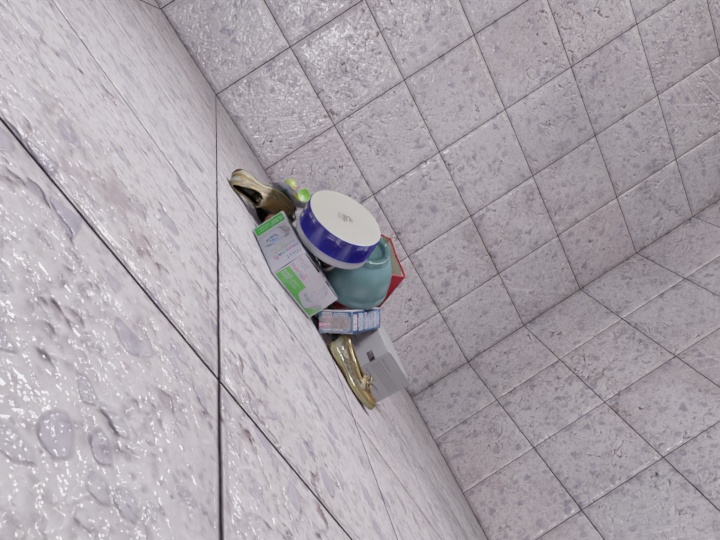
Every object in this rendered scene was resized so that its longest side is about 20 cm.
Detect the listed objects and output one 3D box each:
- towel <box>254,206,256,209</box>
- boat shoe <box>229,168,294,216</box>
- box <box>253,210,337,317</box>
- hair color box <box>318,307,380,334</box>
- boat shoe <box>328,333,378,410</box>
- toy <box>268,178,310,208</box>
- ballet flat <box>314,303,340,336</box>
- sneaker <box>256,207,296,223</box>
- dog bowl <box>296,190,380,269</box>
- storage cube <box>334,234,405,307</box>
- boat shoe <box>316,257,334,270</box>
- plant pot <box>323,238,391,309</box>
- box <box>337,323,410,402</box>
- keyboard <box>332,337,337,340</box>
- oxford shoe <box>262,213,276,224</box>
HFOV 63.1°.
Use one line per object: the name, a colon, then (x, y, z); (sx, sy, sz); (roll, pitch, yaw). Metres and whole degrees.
towel: (-0.271, -0.140, 1.832); (0.201, 0.036, 0.148); (58, -1, 16)
boat shoe: (-0.271, -0.195, 1.608); (0.199, 0.072, 0.077); (27, 36, -25)
box: (-0.159, -0.015, 1.459); (0.177, 0.096, 0.200); (59, 0, 42)
hair color box: (-0.026, 0.133, 1.588); (0.200, 0.099, 0.061); (3, 87, -66)
boat shoe: (-0.009, 0.260, 1.497); (0.201, 0.062, 0.073); (59, 0, 3)
toy: (-0.183, -0.223, 1.654); (0.115, 0.047, 0.200); (43, -6, -24)
ballet flat: (-0.097, 0.117, 1.607); (0.200, 0.067, 0.064); (57, 10, -48)
sneaker: (-0.223, -0.139, 1.707); (0.200, 0.113, 0.077); (57, -40, 42)
dog bowl: (-0.052, -0.101, 1.433); (0.199, 0.079, 0.201); (23, 36, -18)
storage cube: (0.000, 0.000, 1.796); (0.198, 0.180, 0.172); (8, 46, -32)
boat shoe: (-0.102, -0.069, 1.522); (0.057, 0.066, 0.200); (63, -2, -31)
plant pot: (0.001, -0.017, 1.562); (0.201, 0.199, 0.135); (58, -40, 31)
box: (0.032, 0.248, 1.741); (0.201, 0.130, 0.200); (58, 5, -44)
keyboard: (-0.089, 0.179, 1.791); (0.201, 0.011, 0.056); (58, 0, 43)
oxford shoe: (-0.210, -0.050, 1.583); (0.201, 0.071, 0.071); (58, 27, -21)
